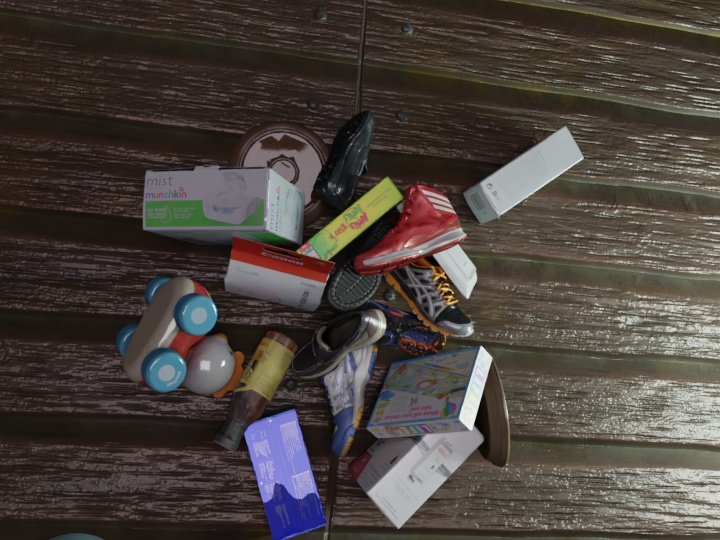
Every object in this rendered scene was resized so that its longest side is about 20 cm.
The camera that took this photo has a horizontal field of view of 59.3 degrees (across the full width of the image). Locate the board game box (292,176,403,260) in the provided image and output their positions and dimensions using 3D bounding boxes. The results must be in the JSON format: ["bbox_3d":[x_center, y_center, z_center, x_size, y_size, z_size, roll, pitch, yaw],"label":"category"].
[{"bbox_3d":[-0.024,-0.074,1.091,0.200,0.102,0.048,-40,94,-10],"label":"board game box"}]

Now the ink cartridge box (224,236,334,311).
[{"bbox_3d":[-0.135,0.012,1.015,0.161,0.200,0.058,14,78,-8],"label":"ink cartridge box"}]

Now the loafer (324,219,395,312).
[{"bbox_3d":[0.000,0.000,1.081,0.073,0.071,0.200,45,55,-9],"label":"loafer"}]

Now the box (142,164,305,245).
[{"bbox_3d":[-0.207,-0.098,0.994,0.198,0.176,0.098,1,86,11],"label":"box"}]

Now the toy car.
[{"bbox_3d":[-0.261,0.125,1.026,0.200,0.184,0.178,35,79,-35],"label":"toy car"}]

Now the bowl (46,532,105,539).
[{"bbox_3d":[-0.459,0.523,0.970,0.199,0.105,0.203,1,85,-9],"label":"bowl"}]

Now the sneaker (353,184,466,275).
[{"bbox_3d":[0.067,-0.070,1.043,0.198,0.078,0.116,-18,81,-19],"label":"sneaker"}]

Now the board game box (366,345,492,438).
[{"bbox_3d":[0.109,0.200,1.026,0.034,0.199,0.135,45,50,-24],"label":"board game box"}]

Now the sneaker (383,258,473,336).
[{"bbox_3d":[0.120,0.034,1.080,0.200,0.078,0.077,45,117,22],"label":"sneaker"}]

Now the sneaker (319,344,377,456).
[{"bbox_3d":[-0.032,0.212,1.090,0.087,0.075,0.202,14,74,-1],"label":"sneaker"}]

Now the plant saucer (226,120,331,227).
[{"bbox_3d":[-0.137,-0.170,1.114,0.198,0.034,0.202,1,85,-9],"label":"plant saucer"}]

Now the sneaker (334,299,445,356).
[{"bbox_3d":[0.048,0.096,1.105,0.198,0.078,0.076,22,97,-4],"label":"sneaker"}]

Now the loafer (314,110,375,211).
[{"bbox_3d":[-0.018,-0.195,1.113,0.070,0.068,0.202,42,59,-34],"label":"loafer"}]

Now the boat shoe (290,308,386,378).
[{"bbox_3d":[-0.049,0.116,1.043,0.065,0.199,0.072,26,43,-45],"label":"boat shoe"}]

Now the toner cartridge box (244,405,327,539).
[{"bbox_3d":[-0.129,0.342,1.071,0.094,0.043,0.202,-15,89,-11],"label":"toner cartridge box"}]

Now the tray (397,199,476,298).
[{"bbox_3d":[0.145,-0.050,1.121,0.022,0.107,0.201,-36,93,25],"label":"tray"}]

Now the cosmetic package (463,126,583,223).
[{"bbox_3d":[0.295,-0.172,1.155,0.199,0.102,0.074,-32,92,-9],"label":"cosmetic package"}]

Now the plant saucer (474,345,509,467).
[{"bbox_3d":[0.207,0.227,1.060,0.029,0.200,0.202,-7,87,-2],"label":"plant saucer"}]

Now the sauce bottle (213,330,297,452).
[{"bbox_3d":[-0.174,0.197,1.042,0.066,0.066,0.201,30,65,-6],"label":"sauce bottle"}]

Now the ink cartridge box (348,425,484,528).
[{"bbox_3d":[0.090,0.308,1.058,0.200,0.146,0.083,-42,97,-11],"label":"ink cartridge box"}]
